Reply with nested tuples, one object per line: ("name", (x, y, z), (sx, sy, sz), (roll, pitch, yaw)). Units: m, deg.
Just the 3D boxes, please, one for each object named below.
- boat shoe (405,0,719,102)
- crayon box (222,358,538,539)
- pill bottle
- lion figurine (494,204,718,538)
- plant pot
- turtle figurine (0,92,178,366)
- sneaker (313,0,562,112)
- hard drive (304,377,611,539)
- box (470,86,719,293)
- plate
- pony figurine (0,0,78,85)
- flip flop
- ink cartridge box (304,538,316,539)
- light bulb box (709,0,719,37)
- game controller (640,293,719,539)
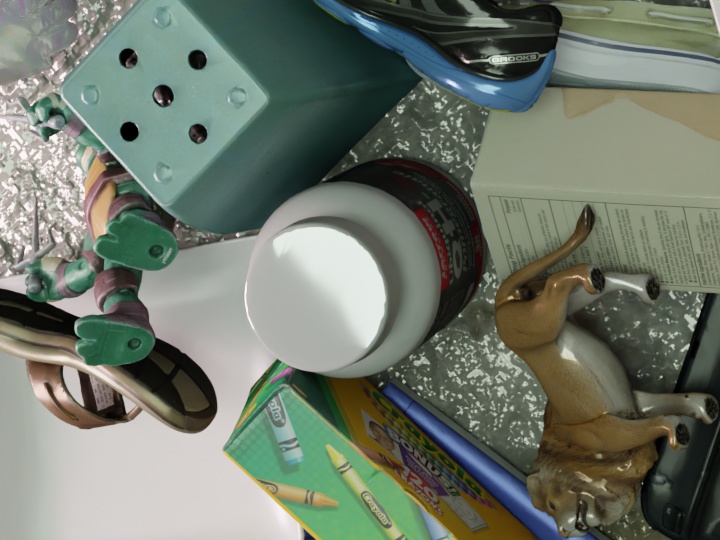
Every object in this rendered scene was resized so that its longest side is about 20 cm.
("boat shoe", (0.125, -0.126, 1.556), (0.199, 0.072, 0.062), (11, 62, 14))
("crayon box", (0.018, 0.133, 1.545), (0.200, 0.119, 0.058), (43, 103, -6))
("pill bottle", (0.000, 0.000, 1.532), (0.110, 0.200, 0.111), (2, 100, 14))
("lion figurine", (0.123, 0.058, 1.539), (0.122, 0.072, 0.201), (-9, 112, 39))
("plant pot", (-0.080, -0.110, 1.538), (0.141, 0.200, 0.141), (-44, 85, 17))
("turtle figurine", (-0.155, -0.038, 1.586), (0.100, 0.200, 0.150), (-11, 123, -11))
("sneaker", (0.029, -0.163, 1.512), (0.199, 0.071, 0.083), (33, 99, 20))
("hard drive", (0.063, 0.178, 1.633), (0.200, 0.025, 0.132), (37, 106, 8))
("box", (0.170, -0.044, 1.515), (0.199, 0.078, 0.095), (5, 145, 18))
("plate", (-0.132, 0.091, 1.648), (0.199, 0.032, 0.201), (-9, 77, 16))
("pony figurine", (-0.288, -0.175, 1.611), (0.192, 0.200, 0.167), (-25, 84, 2))
("flip flop", (-0.173, 0.062, 1.614), (0.199, 0.081, 0.058), (18, 102, 23))
("ink cartridge box", (-0.053, 0.271, 1.642), (0.136, 0.076, 0.201), (-7, 102, 23))
("light bulb box", (0.240, -0.202, 1.435), (0.124, 0.198, 0.201), (-15, 95, 14))
("game controller", (0.236, 0.075, 1.568), (0.104, 0.042, 0.201), (17, 103, -2))
